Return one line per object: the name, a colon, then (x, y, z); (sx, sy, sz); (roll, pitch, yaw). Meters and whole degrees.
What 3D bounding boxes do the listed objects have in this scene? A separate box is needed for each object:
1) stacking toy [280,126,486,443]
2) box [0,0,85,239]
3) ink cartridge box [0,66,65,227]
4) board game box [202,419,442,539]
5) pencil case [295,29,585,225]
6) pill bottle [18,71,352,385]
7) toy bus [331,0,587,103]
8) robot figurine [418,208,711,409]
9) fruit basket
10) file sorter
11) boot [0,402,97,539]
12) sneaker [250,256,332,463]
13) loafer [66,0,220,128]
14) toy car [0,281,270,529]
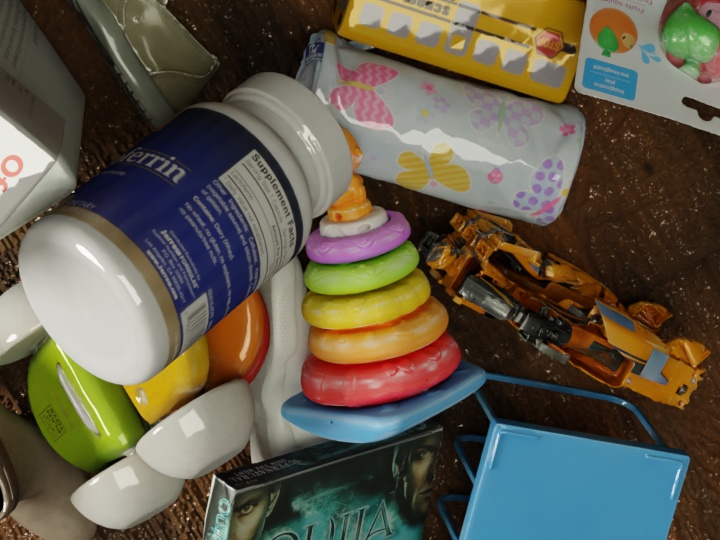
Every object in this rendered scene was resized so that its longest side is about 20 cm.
stacking toy: (0.000, 0.000, 1.672); (0.109, 0.116, 0.201); (-27, 111, -41)
box: (-0.295, -0.095, 1.607); (0.199, 0.199, 0.172); (-33, 108, 7)
ink cartridge box: (-0.286, -0.082, 1.462); (0.200, 0.084, 0.146); (39, 102, -14)
board game box: (-0.030, 0.180, 1.746); (0.199, 0.028, 0.136); (-14, 122, -44)
pencil case: (0.048, -0.094, 1.707); (0.199, 0.091, 0.083); (17, 133, -10)
pill bottle: (-0.101, -0.030, 1.560); (0.200, 0.115, 0.116); (-41, 113, -35)
toy bus: (0.087, -0.167, 1.696); (0.199, 0.065, 0.079); (16, 106, -11)
robot figurine: (0.131, 0.021, 1.728); (0.199, 0.145, 0.058); (27, 100, -24)
fruit basket: (0.235, -0.179, 1.649); (0.184, 0.201, 0.094); (16, 149, -11)
file sorter: (0.121, 0.187, 1.781); (0.138, 0.123, 0.201); (10, 106, -13)
boot: (-0.242, 0.132, 1.713); (0.070, 0.146, 0.200); (-38, 108, 5)
sneaker: (-0.033, 0.073, 1.767); (0.088, 0.075, 0.201); (-11, 112, -19)
loafer: (-0.157, -0.189, 1.666); (0.069, 0.075, 0.201); (-34, 113, -7)
toy car: (-0.136, 0.056, 1.693); (0.200, 0.150, 0.176); (-39, 80, 46)
